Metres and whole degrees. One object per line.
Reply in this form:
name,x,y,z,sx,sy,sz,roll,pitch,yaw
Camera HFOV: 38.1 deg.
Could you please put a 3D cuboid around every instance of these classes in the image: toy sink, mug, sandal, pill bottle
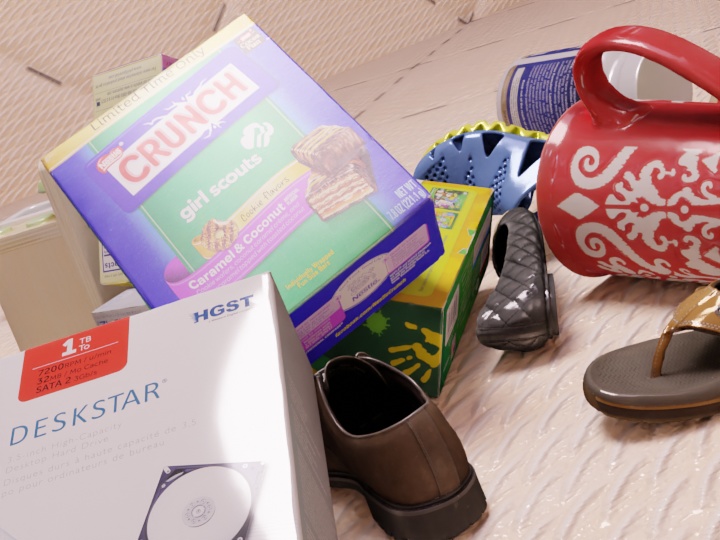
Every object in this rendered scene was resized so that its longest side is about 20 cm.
toy sink,-0.296,-0.015,1.037,0.110,0.203,0.131,-14,17,13
mug,0.217,-0.059,0.677,0.199,0.177,0.135,13,74,54
sandal,0.133,-0.075,0.870,0.197,0.080,0.088,-4,39,24
sandal,0.214,0.029,0.564,0.197,0.055,0.082,-16,16,10
pill bottle,0.251,-0.186,1.132,0.115,0.117,0.199,-28,18,-30

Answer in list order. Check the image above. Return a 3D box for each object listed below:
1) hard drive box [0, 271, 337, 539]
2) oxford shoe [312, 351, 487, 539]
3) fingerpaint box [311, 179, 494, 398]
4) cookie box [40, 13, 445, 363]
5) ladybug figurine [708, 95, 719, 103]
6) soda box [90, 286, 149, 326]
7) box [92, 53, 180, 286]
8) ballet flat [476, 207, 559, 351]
hard drive box,-0.093,0.112,0.472,0.154,0.077,0.201,-18,39,3
oxford shoe,-0.002,0.080,0.595,0.072,0.085,0.199,-28,16,-25
fingerpaint box,0.000,0.000,0.764,0.164,0.074,0.200,8,28,13
cookie box,-0.075,-0.040,0.657,0.170,0.075,0.200,-38,62,-11
ladybug figurine,0.320,-0.090,0.732,0.072,0.136,0.199,-54,21,-15
soda box,-0.132,0.043,0.896,0.198,0.069,0.063,-9,18,32
box,-0.161,-0.087,1.020,0.096,0.204,0.175,-7,-7,34
ballet flat,0.108,-0.001,0.761,0.056,0.068,0.200,-6,19,6
